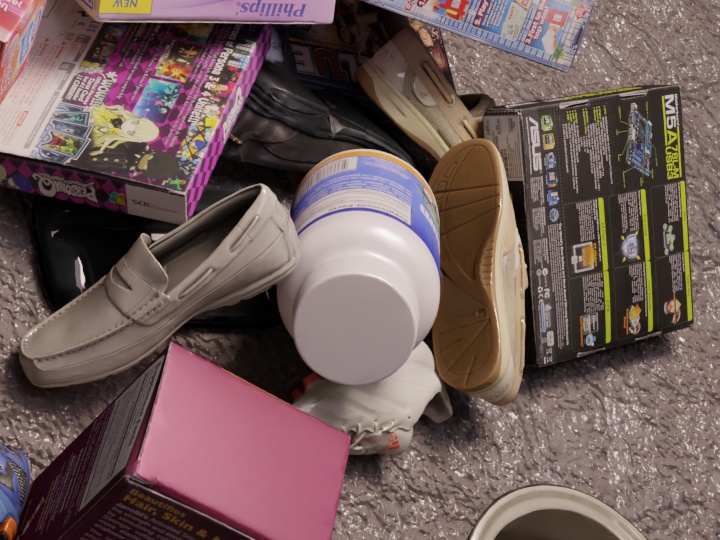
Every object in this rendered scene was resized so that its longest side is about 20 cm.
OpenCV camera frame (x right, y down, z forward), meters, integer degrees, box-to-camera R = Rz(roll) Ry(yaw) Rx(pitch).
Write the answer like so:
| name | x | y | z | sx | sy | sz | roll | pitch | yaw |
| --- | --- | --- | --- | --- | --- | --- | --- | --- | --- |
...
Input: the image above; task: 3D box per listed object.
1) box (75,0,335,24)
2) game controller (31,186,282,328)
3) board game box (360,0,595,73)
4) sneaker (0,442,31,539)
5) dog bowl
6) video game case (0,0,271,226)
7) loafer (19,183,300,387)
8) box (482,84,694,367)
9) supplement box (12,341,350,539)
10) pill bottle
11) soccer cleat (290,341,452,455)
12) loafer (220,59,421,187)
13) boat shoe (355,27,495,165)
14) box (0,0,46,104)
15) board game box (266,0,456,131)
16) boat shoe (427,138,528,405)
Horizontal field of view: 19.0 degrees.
| name | x | y | z | sx | sy | sz | roll | pitch | yaw |
| --- | --- | --- | --- | --- | --- | --- | --- | --- | --- |
| box | -0.131 | -0.250 | 1.533 | 0.175 | 0.097 | 0.200 | -2 | 24 | -24 |
| game controller | -0.134 | -0.011 | 1.500 | 0.199 | 0.042 | 0.105 | 2 | 73 | -36 |
| board game box | 0.038 | -0.220 | 1.595 | 0.200 | 0.062 | 0.200 | 26 | 9 | 35 |
| sneaker | -0.278 | 0.089 | 1.295 | 0.200 | 0.075 | 0.078 | 47 | 34 | -11 |
| dog bowl | 0.135 | 0.253 | 1.484 | 0.200 | 0.074 | 0.201 | 20 | 50 | -25 |
| video game case | -0.174 | -0.124 | 1.485 | 0.181 | 0.036 | 0.200 | 11 | 46 | 9 |
| loafer | -0.135 | 0.007 | 1.393 | 0.200 | 0.070 | 0.070 | -30 | 40 | -8 |
| box | 0.182 | -0.039 | 1.683 | 0.193 | 0.047 | 0.201 | -13 | 102 | -44 |
| supplement box | -0.117 | 0.152 | 1.270 | 0.131 | 0.200 | 0.103 | 30 | 46 | -18 |
| pill bottle | 0.000 | 0.000 | 1.479 | 0.112 | 0.112 | 0.200 | 34 | 20 | -13 |
| soccer cleat | -0.004 | 0.102 | 1.493 | 0.200 | 0.069 | 0.078 | -27 | 81 | -48 |
| loafer | -0.034 | -0.096 | 1.615 | 0.200 | 0.072 | 0.073 | 23 | 20 | -45 |
| boat shoe | 0.083 | -0.105 | 1.664 | 0.200 | 0.065 | 0.072 | 43 | 7 | -25 |
| box | -0.313 | -0.184 | 1.406 | 0.199 | 0.103 | 0.095 | 25 | 46 | -2 |
| board game box | -0.020 | -0.184 | 1.707 | 0.199 | 0.035 | 0.136 | 8 | 55 | -33 |
| boat shoe | 0.090 | 0.001 | 1.589 | 0.065 | 0.072 | 0.201 | 33 | 49 | -53 |
